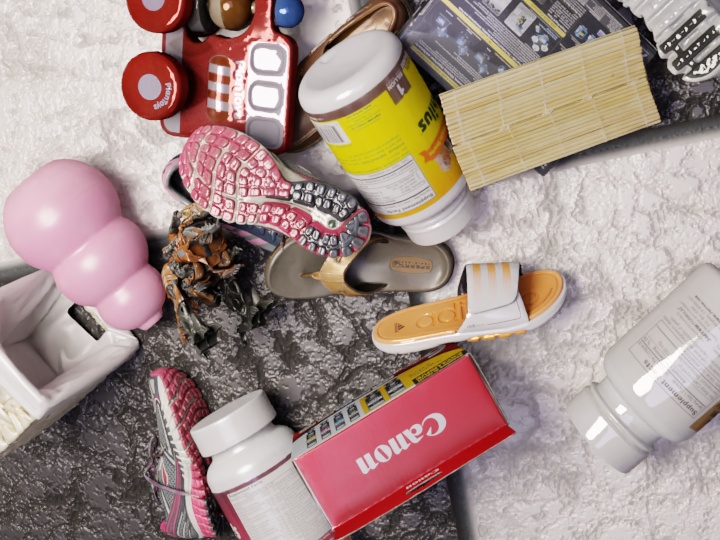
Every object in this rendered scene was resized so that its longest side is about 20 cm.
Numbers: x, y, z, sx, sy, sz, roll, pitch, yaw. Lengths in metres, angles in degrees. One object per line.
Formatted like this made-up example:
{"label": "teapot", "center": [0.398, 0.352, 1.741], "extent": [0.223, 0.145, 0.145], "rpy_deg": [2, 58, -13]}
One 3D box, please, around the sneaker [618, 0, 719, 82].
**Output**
{"label": "sneaker", "center": [0.289, -0.263, 0.901], "extent": [0.075, 0.081, 0.201], "rpy_deg": [-36, 72, 41]}

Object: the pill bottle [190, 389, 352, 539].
{"label": "pill bottle", "center": [-0.098, 0.239, 1.043], "extent": [0.109, 0.110, 0.201], "rpy_deg": [-27, 94, 14]}

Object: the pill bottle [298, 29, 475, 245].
{"label": "pill bottle", "center": [0.034, -0.121, 0.924], "extent": [0.109, 0.110, 0.200], "rpy_deg": [-27, 124, 14]}

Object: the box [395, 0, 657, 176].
{"label": "box", "center": [0.156, -0.215, 0.919], "extent": [0.199, 0.049, 0.161], "rpy_deg": [38, 102, -13]}

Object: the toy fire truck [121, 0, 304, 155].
{"label": "toy fire truck", "center": [-0.137, -0.224, 0.963], "extent": [0.166, 0.112, 0.202], "rpy_deg": [9, 102, 13]}

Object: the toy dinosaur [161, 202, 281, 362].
{"label": "toy dinosaur", "center": [-0.162, 0.013, 1.008], "extent": [0.102, 0.200, 0.136], "rpy_deg": [-34, 69, -14]}

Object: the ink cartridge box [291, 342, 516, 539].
{"label": "ink cartridge box", "center": [0.036, 0.160, 0.944], "extent": [0.199, 0.176, 0.084], "rpy_deg": [-31, 93, -3]}

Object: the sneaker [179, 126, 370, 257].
{"label": "sneaker", "center": [-0.084, -0.069, 0.928], "extent": [0.199, 0.075, 0.081], "rpy_deg": [30, 95, 3]}

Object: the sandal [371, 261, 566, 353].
{"label": "sandal", "center": [0.104, 0.031, 0.967], "extent": [0.205, 0.079, 0.060], "rpy_deg": [-16, 125, 8]}

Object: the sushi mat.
{"label": "sushi mat", "center": [0.178, -0.151, 0.901], "extent": [0.198, 0.012, 0.096], "rpy_deg": [-20, 108, -1]}

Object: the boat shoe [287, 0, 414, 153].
{"label": "boat shoe", "center": [-0.027, -0.200, 0.972], "extent": [0.072, 0.068, 0.200], "rpy_deg": [45, 105, 1]}

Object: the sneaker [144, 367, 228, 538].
{"label": "sneaker", "center": [-0.207, 0.208, 1.075], "extent": [0.074, 0.081, 0.202], "rpy_deg": [-8, 99, 14]}

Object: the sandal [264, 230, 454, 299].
{"label": "sandal", "center": [0.000, 0.000, 0.992], "extent": [0.198, 0.055, 0.083], "rpy_deg": [4, 111, -3]}

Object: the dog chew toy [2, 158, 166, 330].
{"label": "dog chew toy", "center": [-0.287, -0.019, 1.034], "extent": [0.124, 0.125, 0.201], "rpy_deg": [-36, 100, 15]}

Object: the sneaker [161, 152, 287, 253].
{"label": "sneaker", "center": [-0.119, -0.059, 1.008], "extent": [0.199, 0.082, 0.071], "rpy_deg": [25, 105, 3]}

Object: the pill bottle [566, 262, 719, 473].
{"label": "pill bottle", "center": [0.302, 0.099, 0.936], "extent": [0.114, 0.114, 0.200], "rpy_deg": [45, 105, 1]}

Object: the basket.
{"label": "basket", "center": [-0.355, 0.097, 1.026], "extent": [0.123, 0.200, 0.136], "rpy_deg": [-42, 90, 20]}
